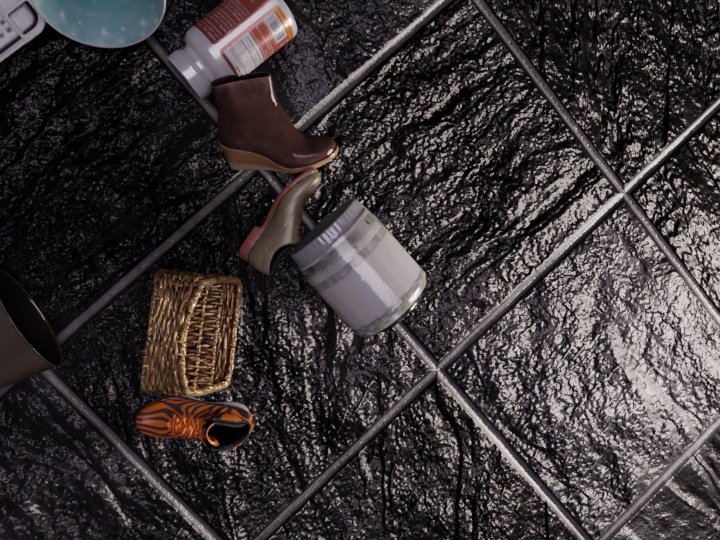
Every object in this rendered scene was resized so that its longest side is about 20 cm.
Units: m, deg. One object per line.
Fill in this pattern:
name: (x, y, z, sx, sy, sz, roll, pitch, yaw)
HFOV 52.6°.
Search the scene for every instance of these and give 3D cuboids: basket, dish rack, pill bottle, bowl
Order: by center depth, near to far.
bowl: (-0.399, -0.456, 1.121, 0.200, 0.201, 0.105, 2, 56, -12)
basket: (-0.605, 0.127, 1.138, 0.200, 0.136, 0.181, -32, 96, -4)
dish rack: (-0.614, -0.395, 1.140, 0.200, 0.044, 0.172, -40, 101, -7)
pill bottle: (-0.211, -0.373, 1.189, 0.200, 0.112, 0.112, -40, 101, -6)
basket: (-0.273, 0.104, 1.196, 0.149, 0.143, 0.200, 9, 93, -11)

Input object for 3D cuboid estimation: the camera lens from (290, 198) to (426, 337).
camera lens: (0.000, 0.000, 1.236, 0.160, 0.160, 0.200, -43, 101, -6)

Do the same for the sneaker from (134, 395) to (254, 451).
sneaker: (-0.278, 0.256, 1.221, 0.200, 0.112, 0.078, 0, 94, -12)

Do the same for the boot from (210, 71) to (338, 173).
boot: (-0.138, -0.244, 1.198, 0.200, 0.072, 0.167, -6, 133, -5)

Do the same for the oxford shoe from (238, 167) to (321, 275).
oxford shoe: (-0.120, -0.082, 1.239, 0.075, 0.070, 0.200, 39, 100, 13)
